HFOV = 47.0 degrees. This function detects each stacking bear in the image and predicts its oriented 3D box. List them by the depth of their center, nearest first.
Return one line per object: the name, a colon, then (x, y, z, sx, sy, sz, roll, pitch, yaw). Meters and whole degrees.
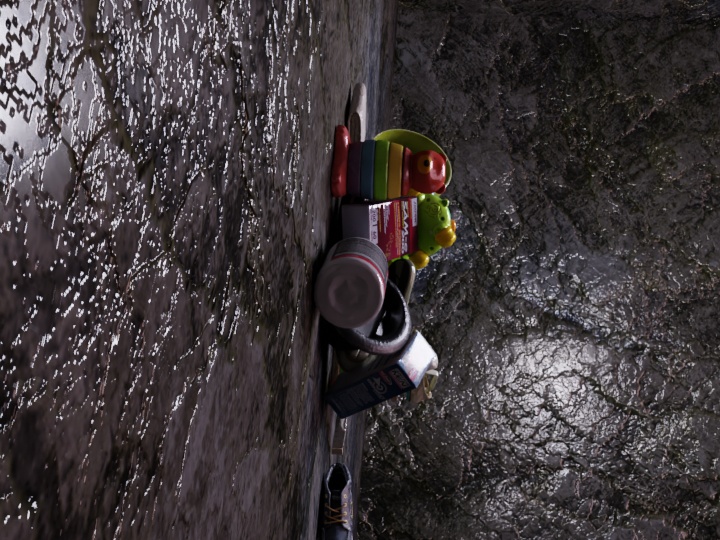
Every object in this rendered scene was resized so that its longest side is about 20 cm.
stacking bear: (0.054, -0.177, 1.461, 0.114, 0.196, 0.124, 83, 11, -71)

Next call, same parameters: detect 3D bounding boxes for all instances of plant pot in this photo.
plant pot: (0.078, -0.167, 1.799, 0.201, 0.184, 0.189, 114, -13, -47)

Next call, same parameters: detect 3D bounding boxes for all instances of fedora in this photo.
fedora: (-0.003, 0.086, 1.474, 0.092, 0.199, 0.202, -45, -155, 38)

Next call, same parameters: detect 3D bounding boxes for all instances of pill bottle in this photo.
pill bottle: (-0.011, 0.010, 1.335, 0.200, 0.109, 0.113, -74, 167, -73)

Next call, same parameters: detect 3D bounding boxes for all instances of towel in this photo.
towel: (-0.009, -0.268, 1.700, 0.134, 0.034, 0.202, -85, 177, -51)

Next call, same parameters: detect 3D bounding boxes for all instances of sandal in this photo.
sandal: (0.063, 0.076, 1.577, 0.057, 0.079, 0.203, 7, 111, -51)

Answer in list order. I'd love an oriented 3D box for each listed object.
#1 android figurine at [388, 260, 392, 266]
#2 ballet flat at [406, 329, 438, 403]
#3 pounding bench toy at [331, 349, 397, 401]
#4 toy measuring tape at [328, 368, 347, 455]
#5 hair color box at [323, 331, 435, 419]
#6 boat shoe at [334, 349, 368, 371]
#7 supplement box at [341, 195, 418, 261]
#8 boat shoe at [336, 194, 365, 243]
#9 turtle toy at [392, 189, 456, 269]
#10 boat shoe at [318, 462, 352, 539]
android figurine: (0.038, 0.018, 1.701, 0.200, 0.040, 0.184, 107, -36, -71)
ballet flat: (0.131, 0.200, 1.717, 0.070, 0.068, 0.202, -82, 175, -47)
pounding bench toy: (0.025, 0.160, 1.735, 0.124, 0.153, 0.204, 10, 84, -86)
toy measuring tape: (-0.033, 0.272, 1.616, 0.074, 0.072, 0.203, 89, 6, -57)
hair color box: (0.033, 0.193, 1.509, 0.061, 0.199, 0.100, 51, 40, -10)
boat shoe: (-0.028, 0.098, 1.571, 0.067, 0.073, 0.202, 124, -28, -45)
supplement box: (0.039, -0.075, 1.523, 0.199, 0.060, 0.111, -20, 110, -60)
boat shoe: (-0.019, -0.068, 1.555, 0.063, 0.073, 0.205, 23, 77, -51)
turtle toy: (0.108, -0.081, 1.662, 0.147, 0.200, 0.101, 54, 31, 7)
boat shoe: (-0.050, 0.477, 1.615, 0.202, 0.070, 0.092, -93, -178, -52)
